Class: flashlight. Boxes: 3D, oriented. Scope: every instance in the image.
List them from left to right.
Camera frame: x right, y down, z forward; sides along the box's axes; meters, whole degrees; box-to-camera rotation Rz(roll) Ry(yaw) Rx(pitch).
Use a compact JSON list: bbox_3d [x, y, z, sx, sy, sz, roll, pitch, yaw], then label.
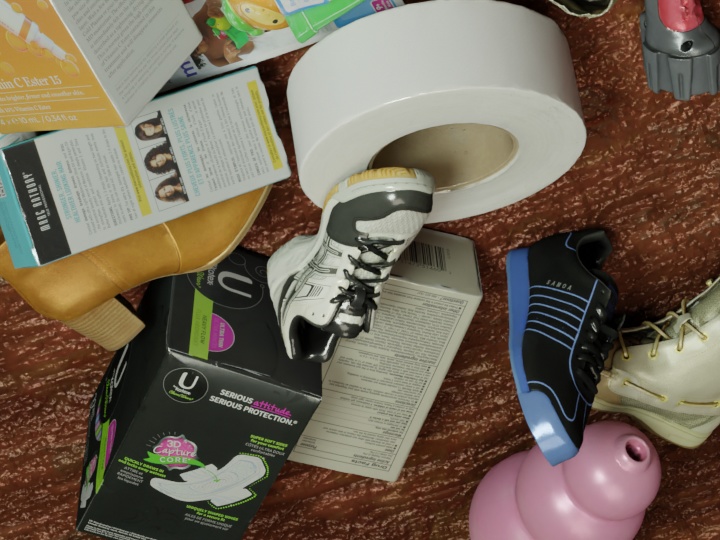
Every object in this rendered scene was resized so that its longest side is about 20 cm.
[{"bbox_3d":[0.220,-0.208,1.454,0.068,0.068,0.200,-7,128,6],"label":"flashlight"}]

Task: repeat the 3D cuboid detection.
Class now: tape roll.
[{"bbox_3d":[0.051,-0.105,1.475,0.202,0.071,0.203,-8,157,-4],"label":"tape roll"}]

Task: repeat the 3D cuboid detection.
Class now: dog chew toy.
[{"bbox_3d":[0.169,0.183,1.715,0.124,0.125,0.200,17,145,-17],"label":"dog chew toy"}]

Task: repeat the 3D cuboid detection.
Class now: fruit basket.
[{"bbox_3d":[-0.094,-0.206,1.420,0.199,0.094,0.185,-18,128,15],"label":"fruit basket"}]

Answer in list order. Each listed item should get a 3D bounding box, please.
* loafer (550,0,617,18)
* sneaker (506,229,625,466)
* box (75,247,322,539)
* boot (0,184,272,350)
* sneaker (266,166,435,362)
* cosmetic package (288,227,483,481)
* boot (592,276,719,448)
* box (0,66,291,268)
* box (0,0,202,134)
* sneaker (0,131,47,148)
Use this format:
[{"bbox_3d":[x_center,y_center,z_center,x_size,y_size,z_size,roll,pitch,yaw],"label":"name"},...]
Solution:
[{"bbox_3d":[0.107,-0.235,1.422,0.200,0.068,0.076,29,122,-24],"label":"loafer"},{"bbox_3d":[0.154,0.049,1.574,0.078,0.200,0.070,-19,137,18],"label":"sneaker"},{"bbox_3d":[-0.122,0.099,1.631,0.124,0.149,0.200,19,126,-16],"label":"box"},{"bbox_3d":[-0.163,-0.048,1.514,0.201,0.071,0.144,-48,129,-3],"label":"boot"},{"bbox_3d":[0.000,0.000,1.499,0.075,0.088,0.200,5,152,-24],"label":"sneaker"},{"bbox_3d":[0.012,0.062,1.658,0.103,0.073,0.200,13,128,-15],"label":"cosmetic package"},{"bbox_3d":[0.239,0.048,1.664,0.200,0.072,0.155,26,124,-29],"label":"boot"},{"bbox_3d":[-0.151,-0.071,1.463,0.200,0.049,0.083,-21,97,-28],"label":"box"},{"bbox_3d":[-0.213,-0.195,1.374,0.124,0.098,0.200,0,131,40],"label":"box"},{"bbox_3d":[-0.259,-0.103,1.509,0.080,0.071,0.201,-6,130,4],"label":"sneaker"}]
